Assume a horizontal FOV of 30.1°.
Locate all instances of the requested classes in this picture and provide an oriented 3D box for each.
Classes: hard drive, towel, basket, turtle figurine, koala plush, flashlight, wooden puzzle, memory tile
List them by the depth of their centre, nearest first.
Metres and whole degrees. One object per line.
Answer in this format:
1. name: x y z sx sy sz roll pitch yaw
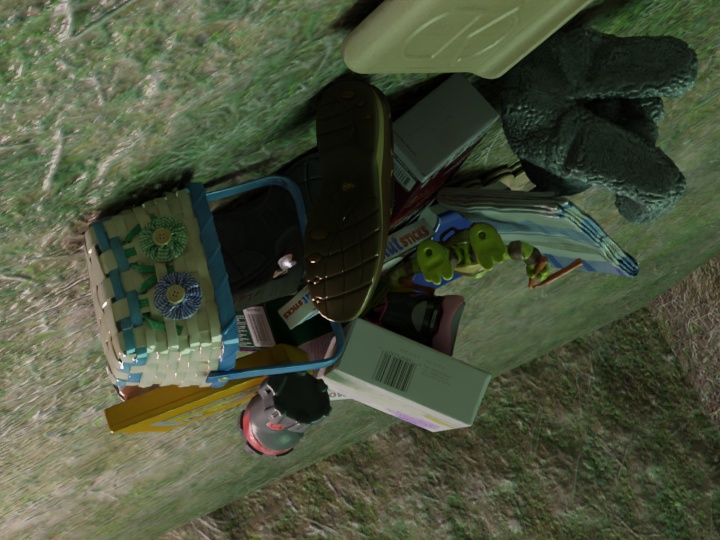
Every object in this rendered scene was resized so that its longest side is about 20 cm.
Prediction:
1. wooden puzzle: 0.099 -0.217 1.020 0.185 0.047 0.199 -38 160 34
2. basket: -0.125 0.016 1.136 0.199 0.177 0.139 -11 160 -23
3. flashlight: -0.069 0.135 1.253 0.067 0.068 0.200 -17 172 -19
4. turtle figurine: 0.114 -0.015 1.293 0.198 0.065 0.161 -3 175 10
5. koala plush: 0.210 -0.134 1.317 0.182 0.179 0.200 12 168 -5
6. towel: 0.179 -0.036 1.330 0.146 0.024 0.200 7 165 36
7. hard drive: 0.099 -0.030 1.552 0.200 0.025 0.132 -23 145 -58
8. memory tile: 0.123 -0.079 1.665 0.199 0.017 0.153 -20 164 -33

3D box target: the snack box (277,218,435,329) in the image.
1. snack box: 0.000 0.000 1.273 0.072 0.024 0.200 -40 173 32

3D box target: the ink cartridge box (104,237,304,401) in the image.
1. ink cartridge box: -0.135 0.041 1.288 0.199 0.050 0.162 -19 -160 11

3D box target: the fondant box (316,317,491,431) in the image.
1. fondant box: 0.038 0.109 1.352 0.200 0.143 0.059 133 -20 -80

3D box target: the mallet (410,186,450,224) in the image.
1. mallet: 0.043 -0.041 1.578 0.065 0.041 0.200 0 150 -27

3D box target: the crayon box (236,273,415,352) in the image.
1. crayon box: -0.061 0.033 1.456 0.172 0.059 0.200 -22 -172 -26

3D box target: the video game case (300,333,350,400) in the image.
1. video game case: -0.005 0.078 1.540 0.181 0.201 0.023 -4 124 -3

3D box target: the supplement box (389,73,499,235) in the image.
1. supplement box: 0.046 -0.095 1.280 0.109 0.061 0.200 -40 175 -26

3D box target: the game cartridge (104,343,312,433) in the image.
1. game cartridge: -0.139 0.116 1.286 0.175 0.033 0.200 -21 175 2

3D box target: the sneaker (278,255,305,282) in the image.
1. sneaker: -0.004 -0.043 1.406 0.199 0.073 0.072 -23 165 -29

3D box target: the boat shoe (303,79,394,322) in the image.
1. boat shoe: 0.000 -0.057 1.124 0.072 0.202 0.067 8 -172 26

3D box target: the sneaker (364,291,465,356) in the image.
1. sneaker: 0.052 0.056 1.381 0.095 0.080 0.200 11 168 1

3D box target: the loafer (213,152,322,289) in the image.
1. loafer: -0.091 -0.036 1.256 0.199 0.072 0.063 -34 171 11
